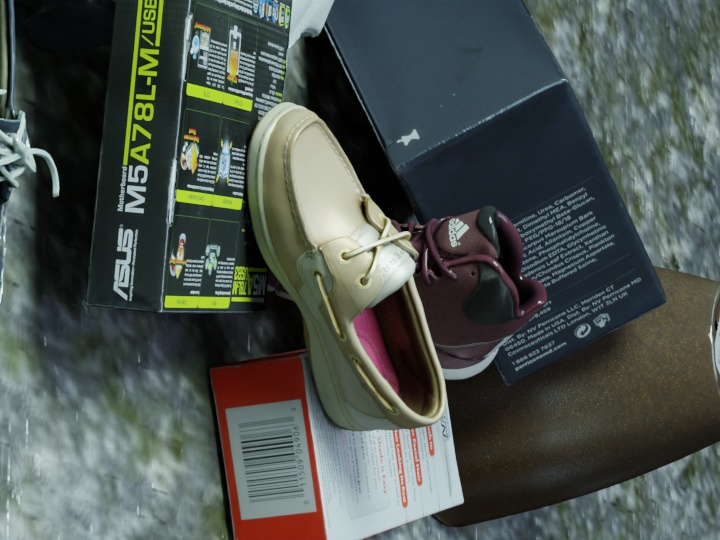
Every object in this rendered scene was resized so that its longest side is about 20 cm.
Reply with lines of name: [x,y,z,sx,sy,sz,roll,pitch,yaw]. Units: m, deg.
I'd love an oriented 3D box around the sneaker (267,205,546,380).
sneaker: [0.019,-0.020,1.606,0.200,0.115,0.076,27,52,-23]

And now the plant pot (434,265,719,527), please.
plant pot: [0.146,0.065,1.852,0.187,0.200,0.187,-7,90,-66]

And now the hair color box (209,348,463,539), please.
hair color box: [-0.011,0.097,1.660,0.200,0.064,0.111,-7,89,-65]

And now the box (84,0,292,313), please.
box: [-0.084,-0.074,1.480,0.200,0.047,0.194,1,97,-77]

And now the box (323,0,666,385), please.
box: [0.076,-0.076,1.744,0.200,0.117,0.197,60,4,-42]

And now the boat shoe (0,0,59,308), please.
boat shoe: [-0.181,-0.068,1.321,0.075,0.062,0.201,14,71,-67]

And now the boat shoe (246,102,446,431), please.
boat shoe: [0.000,0.000,1.532,0.074,0.069,0.200,-47,129,-38]

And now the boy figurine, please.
boy figurine: [-0.128,-0.201,1.476,0.124,0.064,0.200,59,37,-41]

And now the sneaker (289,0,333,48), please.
sneaker: [-0.034,-0.183,1.694,0.200,0.075,0.089,-56,146,-48]
